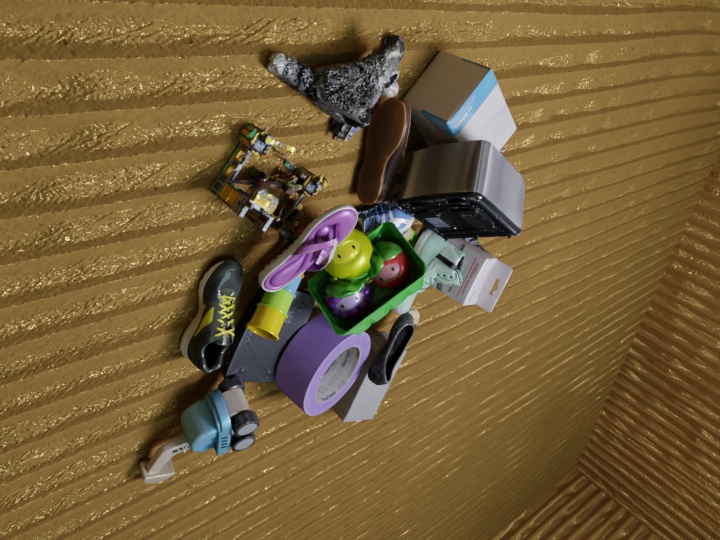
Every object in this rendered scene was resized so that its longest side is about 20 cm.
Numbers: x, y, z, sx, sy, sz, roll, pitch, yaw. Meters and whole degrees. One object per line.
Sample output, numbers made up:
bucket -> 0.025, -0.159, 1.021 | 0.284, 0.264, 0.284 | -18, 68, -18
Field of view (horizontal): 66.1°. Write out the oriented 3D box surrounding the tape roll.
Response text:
tape roll -> -0.074, 0.189, 1.131 | 0.200, 0.085, 0.201 | -40, 150, -29

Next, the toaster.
toaster -> 0.180, -0.141, 1.017 | 0.199, 0.180, 0.120 | 27, 70, -44

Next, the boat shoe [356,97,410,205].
boat shoe -> 0.047, -0.217, 1.006 | 0.070, 0.070, 0.201 | -26, 144, -50

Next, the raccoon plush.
raccoon plush -> -0.023, -0.311, 0.836 | 0.199, 0.096, 0.135 | 26, 90, -41

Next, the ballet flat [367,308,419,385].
ballet flat -> 0.084, 0.168, 1.212 | 0.201, 0.056, 0.067 | -57, 131, -27

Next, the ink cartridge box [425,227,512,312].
ink cartridge box -> 0.216, -0.003, 1.214 | 0.068, 0.199, 0.117 | -1, 119, -57

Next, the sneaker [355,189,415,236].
sneaker -> 0.032, -0.089, 1.064 | 0.200, 0.076, 0.077 | -44, 144, -6

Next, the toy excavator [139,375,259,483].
toy excavator -> -0.299, 0.299, 1.004 | 0.198, 0.100, 0.195 | -12, 144, -27

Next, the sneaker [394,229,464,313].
sneaker -> 0.147, 0.028, 1.178 | 0.074, 0.118, 0.202 | -22, 138, -58

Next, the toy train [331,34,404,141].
toy train -> 0.013, -0.303, 0.937 | 0.201, 0.034, 0.046 | -57, 151, 3

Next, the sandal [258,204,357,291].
sandal -> -0.075, -0.024, 0.885 | 0.202, 0.050, 0.082 | -40, 150, 17

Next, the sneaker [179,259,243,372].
sneaker -> -0.233, 0.080, 0.927 | 0.074, 0.084, 0.202 | 5, 114, -47

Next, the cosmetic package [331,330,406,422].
cosmetic package -> 0.012, 0.248, 1.293 | 0.106, 0.090, 0.201 | 12, 111, -47

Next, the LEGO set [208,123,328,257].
LEGO set -> -0.126, -0.119, 0.862 | 0.154, 0.116, 0.200 | -49, 141, -5

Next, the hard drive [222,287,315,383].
hard drive -> -0.175, 0.117, 1.044 | 0.134, 0.042, 0.201 | 16, 105, -49

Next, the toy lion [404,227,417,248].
toy lion -> 0.058, 0.001, 1.184 | 0.201, 0.068, 0.191 | -56, 148, 2

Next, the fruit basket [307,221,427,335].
fruit basket -> 0.000, 0.000, 0.986 | 0.214, 0.156, 0.216 | -26, 150, -17

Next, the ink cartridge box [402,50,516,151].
ink cartridge box -> 0.194, -0.285, 1.051 | 0.126, 0.128, 0.200 | -51, 141, -2

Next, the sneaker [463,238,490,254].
sneaker -> 0.257, -0.078, 1.275 | 0.075, 0.114, 0.202 | -6, 121, -42

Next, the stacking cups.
stacking cups -> -0.131, 0.017, 0.957 | 0.061, 0.060, 0.202 | 46, 58, -51
